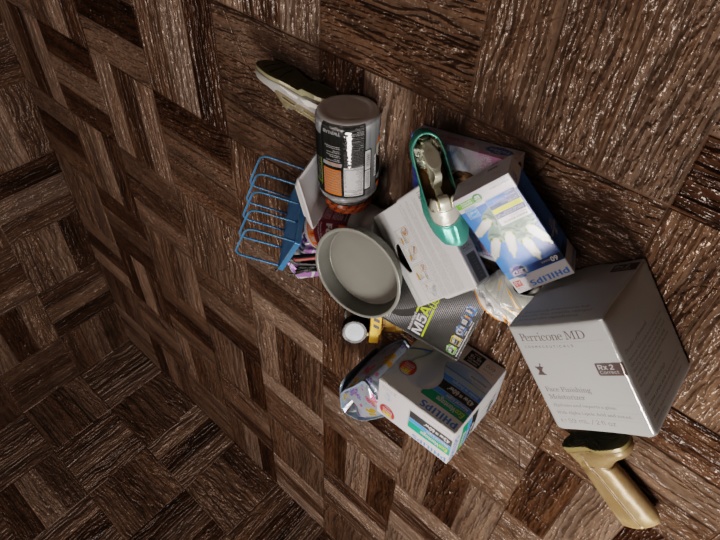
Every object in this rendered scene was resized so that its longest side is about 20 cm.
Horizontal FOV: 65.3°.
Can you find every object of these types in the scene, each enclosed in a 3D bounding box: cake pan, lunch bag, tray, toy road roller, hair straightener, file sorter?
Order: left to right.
[{"bbox_3d":[-0.197,-0.130,1.257,0.121,0.203,0.139,15,152,-18],"label":"file sorter"},{"bbox_3d":[-0.089,-0.177,1.126,0.022,0.201,0.109,-4,122,17],"label":"tray"},{"bbox_3d":[-0.102,-0.007,1.323,0.041,0.197,0.078,-101,4,-48],"label":"hair straightener"},{"bbox_3d":[0.000,0.000,1.111,0.198,0.037,0.203,20,130,26],"label":"cake pan"},{"bbox_3d":[0.040,0.277,1.404,0.128,0.169,0.200,50,147,0],"label":"lunch bag"},{"bbox_3d":[0.036,0.064,1.257,0.143,0.123,0.203,5,111,0],"label":"toy road roller"}]

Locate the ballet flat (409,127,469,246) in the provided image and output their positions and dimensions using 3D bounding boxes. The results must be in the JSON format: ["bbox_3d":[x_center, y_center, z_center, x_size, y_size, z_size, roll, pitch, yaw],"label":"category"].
[{"bbox_3d":[0.123,-0.132,0.903,0.070,0.066,0.203,-28,-81,-81],"label":"ballet flat"}]

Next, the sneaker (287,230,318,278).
[{"bbox_3d":[-0.130,-0.057,1.338,0.073,0.113,0.203,-120,21,-46],"label":"sneaker"}]

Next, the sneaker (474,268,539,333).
[{"bbox_3d":[0.298,0.072,0.989,0.199,0.076,0.092,39,117,-12],"label":"sneaker"}]

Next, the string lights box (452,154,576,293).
[{"bbox_3d":[0.244,-0.068,0.882,0.102,0.059,0.200,-26,114,37],"label":"string lights box"}]

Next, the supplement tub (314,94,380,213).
[{"bbox_3d":[-0.024,-0.216,1.067,0.122,0.122,0.202,31,141,27],"label":"supplement tub"}]

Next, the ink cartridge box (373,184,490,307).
[{"bbox_3d":[0.124,-0.045,1.021,0.173,0.043,0.202,-27,90,58],"label":"ink cartridge box"}]

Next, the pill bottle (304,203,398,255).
[{"bbox_3d":[-0.017,-0.087,1.184,0.198,0.114,0.116,13,131,44],"label":"pill bottle"}]

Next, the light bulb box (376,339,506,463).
[{"bbox_3d":[0.169,0.257,1.202,0.197,0.200,0.126,31,142,27],"label":"light bulb box"}]

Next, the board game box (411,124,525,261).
[{"bbox_3d":[0.179,-0.131,0.975,0.198,0.041,0.202,25,138,35],"label":"board game box"}]

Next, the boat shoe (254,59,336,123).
[{"bbox_3d":[-0.136,-0.353,1.118,0.199,0.074,0.069,36,138,22],"label":"boat shoe"}]

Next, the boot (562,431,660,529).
[{"bbox_3d":[0.500,0.394,1.062,0.201,0.066,0.175,52,159,1],"label":"boot"}]

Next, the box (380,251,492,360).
[{"bbox_3d":[0.148,0.053,1.111,0.191,0.048,0.202,29,126,11],"label":"box"}]

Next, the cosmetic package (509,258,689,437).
[{"bbox_3d":[0.368,0.117,0.865,0.164,0.165,0.202,-15,110,53],"label":"cosmetic package"}]
